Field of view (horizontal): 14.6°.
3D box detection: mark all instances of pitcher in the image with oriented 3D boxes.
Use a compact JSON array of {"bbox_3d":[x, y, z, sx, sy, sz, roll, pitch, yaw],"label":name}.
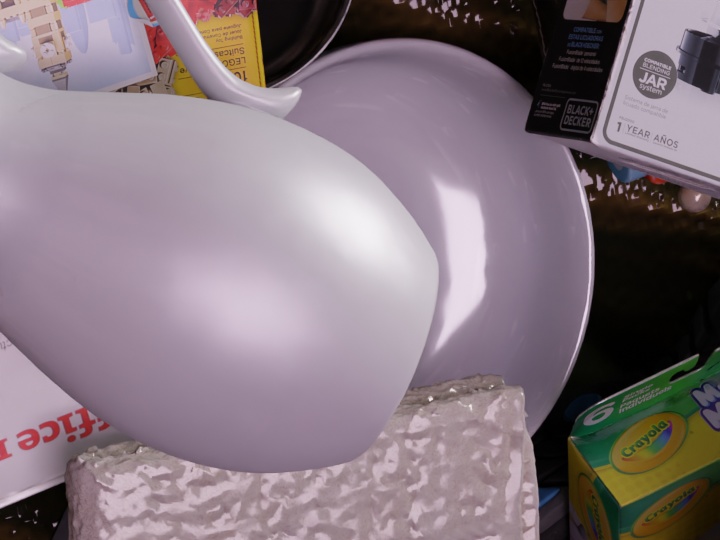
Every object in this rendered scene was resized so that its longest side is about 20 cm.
[{"bbox_3d":[-0.070,-0.031,0.967,0.199,0.121,0.172,24,78,-14],"label":"pitcher"}]

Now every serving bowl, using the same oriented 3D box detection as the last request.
[{"bbox_3d":[0.000,0.000,1.188,0.199,0.066,0.201,-5,100,-29],"label":"serving bowl"}]

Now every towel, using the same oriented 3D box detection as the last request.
[{"bbox_3d":[-0.020,0.119,1.131,0.199,0.034,0.133,-8,104,-19],"label":"towel"}]

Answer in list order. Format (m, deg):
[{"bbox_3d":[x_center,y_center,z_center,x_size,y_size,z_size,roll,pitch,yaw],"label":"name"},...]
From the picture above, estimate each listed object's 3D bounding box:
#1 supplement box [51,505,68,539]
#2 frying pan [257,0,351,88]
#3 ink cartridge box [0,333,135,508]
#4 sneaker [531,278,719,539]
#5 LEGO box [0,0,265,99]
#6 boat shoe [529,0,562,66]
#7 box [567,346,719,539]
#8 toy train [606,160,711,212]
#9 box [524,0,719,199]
[{"bbox_3d":[-0.030,0.155,1.210,0.199,0.101,0.104,24,94,-25],"label":"supplement box"},{"bbox_3d":[-0.055,-0.154,1.145,0.114,0.031,0.191,1,71,7],"label":"frying pan"},{"bbox_3d":[-0.169,-0.011,1.119,0.145,0.084,0.201,-21,111,-15],"label":"ink cartridge box"},{"bbox_3d":[0.146,0.078,1.269,0.200,0.073,0.082,-34,116,-7],"label":"sneaker"},{"bbox_3d":[-0.140,-0.062,1.028,0.199,0.077,0.150,-12,107,-18],"label":"LEGO box"},{"bbox_3d":[0.081,-0.148,1.175,0.072,0.072,0.201,-9,96,-32],"label":"boat shoe"},{"bbox_3d":[0.150,0.106,1.226,0.117,0.048,0.200,-25,140,-15],"label":"box"},{"bbox_3d":[0.184,-0.122,1.240,0.199,0.056,0.151,-25,127,-17],"label":"toy train"},{"bbox_3d":[0.154,-0.133,1.139,0.116,0.060,0.201,16,90,-25],"label":"box"}]
